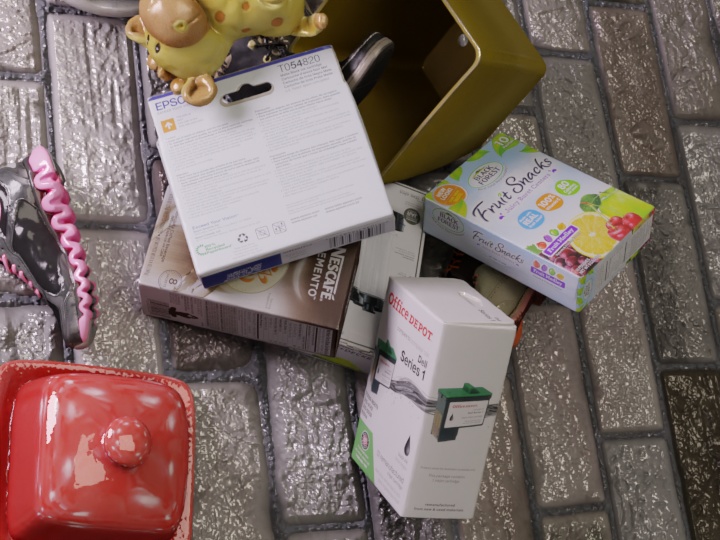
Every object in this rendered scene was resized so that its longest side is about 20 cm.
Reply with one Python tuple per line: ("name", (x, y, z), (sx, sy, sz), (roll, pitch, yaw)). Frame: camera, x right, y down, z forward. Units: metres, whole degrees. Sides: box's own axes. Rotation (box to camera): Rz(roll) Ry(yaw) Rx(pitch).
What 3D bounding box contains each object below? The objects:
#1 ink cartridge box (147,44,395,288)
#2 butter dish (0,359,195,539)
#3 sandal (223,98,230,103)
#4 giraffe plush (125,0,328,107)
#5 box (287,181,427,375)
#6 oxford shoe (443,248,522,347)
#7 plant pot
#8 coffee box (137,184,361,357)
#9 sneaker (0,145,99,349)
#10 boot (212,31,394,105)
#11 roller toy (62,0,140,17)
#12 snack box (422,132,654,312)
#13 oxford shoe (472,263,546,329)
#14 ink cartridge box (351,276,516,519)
("ink cartridge box", (-0.088, -0.102, 1.467), (0.198, 0.041, 0.201), (-16, 67, -5))
("butter dish", (-0.227, 0.168, 1.366), (0.199, 0.148, 0.201), (9, 67, -24))
("sandal", (-0.113, -0.099, 1.557), (0.203, 0.050, 0.083), (43, 89, 11))
("giraffe plush", (-0.146, -0.256, 1.452), (0.162, 0.173, 0.200), (-38, 123, -4))
("box", (0.000, 0.000, 1.595), (0.116, 0.060, 0.201), (18, 64, -20))
("oxford shoe", (0.127, -0.014, 1.661), (0.072, 0.071, 0.202), (-1, 72, -22))
("plant pot", (0.078, -0.226, 1.629), (0.176, 0.200, 0.201), (-2, 53, -46))
("coffee box", (-0.106, 0.001, 1.491), (0.198, 0.080, 0.115), (12, 65, 2))
("sneaker", (-0.310, -0.014, 1.448), (0.095, 0.079, 0.201), (-17, 78, -8))
("boot", (-0.070, -0.212, 1.569), (0.151, 0.200, 0.073), (49, 39, 4))
("roller toy", (-0.256, -0.361, 1.554), (0.199, 0.140, 0.183), (35, 51, -3))
("snack box", (0.185, -0.054, 1.586), (0.199, 0.053, 0.142), (29, 50, 28))
("oxford shoe", (0.139, 0.038, 1.598), (0.074, 0.071, 0.200), (37, 65, 12))
("ink cartridge box", (0.069, 0.120, 1.484), (0.084, 0.146, 0.201), (5, 105, -23))
